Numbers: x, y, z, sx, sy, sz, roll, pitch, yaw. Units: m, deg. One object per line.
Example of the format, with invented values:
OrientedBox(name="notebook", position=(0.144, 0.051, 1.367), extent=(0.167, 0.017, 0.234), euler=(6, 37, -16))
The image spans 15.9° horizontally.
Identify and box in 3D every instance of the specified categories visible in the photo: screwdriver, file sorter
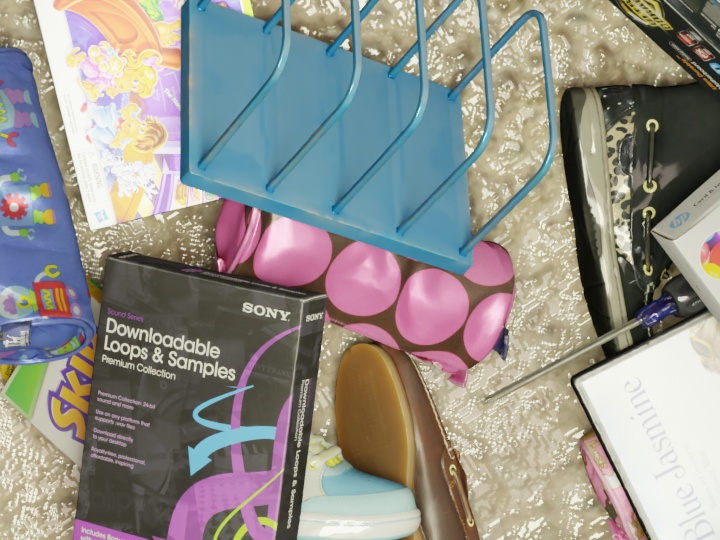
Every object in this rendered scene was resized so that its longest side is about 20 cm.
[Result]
OrientedBox(name="screwdriver", position=(0.161, 0.040, 1.612), extent=(0.199, 0.029, 0.028), euler=(-29, 67, -12))
OrientedBox(name="file sorter", position=(0.006, -0.110, 1.550), extent=(0.199, 0.140, 0.123), euler=(18, 140, -26))

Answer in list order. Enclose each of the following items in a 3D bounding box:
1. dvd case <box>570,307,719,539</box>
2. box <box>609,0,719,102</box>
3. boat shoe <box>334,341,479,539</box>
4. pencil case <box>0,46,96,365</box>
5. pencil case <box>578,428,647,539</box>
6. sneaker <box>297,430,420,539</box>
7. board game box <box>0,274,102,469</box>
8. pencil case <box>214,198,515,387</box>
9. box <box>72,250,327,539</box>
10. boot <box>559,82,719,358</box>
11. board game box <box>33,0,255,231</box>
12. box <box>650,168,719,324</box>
OrientedBox(name="dvd case", position=(0.251, 0.087, 1.627), extent=(0.199, 0.018, 0.143), euler=(-27, 89, 0))
OrientedBox(name="box", position=(0.253, -0.183, 1.605), extent=(0.200, 0.046, 0.160), euler=(38, 66, -21))
OrientedBox(name="boat shoe", position=(0.036, 0.142, 1.675), extent=(0.070, 0.070, 0.201), euler=(-11, 92, -40))
OrientedBox(name="pencil case", position=(-0.223, -0.037, 1.581), extent=(0.086, 0.078, 0.201), euler=(-8, 71, -21))
OrientedBox(name="pencil case", position=(0.238, 0.100, 1.677), extent=(0.199, 0.083, 0.087), euler=(-28, 79, -1))
OrientedBox(name="sneaker", position=(-0.052, 0.098, 1.630), extent=(0.199, 0.079, 0.132), euler=(9, 95, 15))
OrientedBox(name="board game box", position=(-0.143, 0.091, 1.619), extent=(0.200, 0.030, 0.096), euler=(41, 109, 21))
OrientedBox(name="pencil case", position=(0.000, 0.000, 1.616), extent=(0.199, 0.091, 0.094), euler=(21, 99, -20))
OrientedBox(name="box", position=(-0.100, 0.099, 1.563), extent=(0.142, 0.036, 0.201), euler=(11, 98, 25))
OrientedBox(name="boot", position=(0.217, -0.030, 1.662), extent=(0.153, 0.073, 0.205), euler=(-12, 100, -6))
OrientedBox(name="board game box", position=(-0.131, -0.139, 1.629), extent=(0.134, 0.045, 0.201), euler=(-14, 99, -3))
OrientedBox(name="box", position=(0.300, -0.029, 1.579), extent=(0.200, 0.041, 0.156), euler=(-42, 109, -7))
